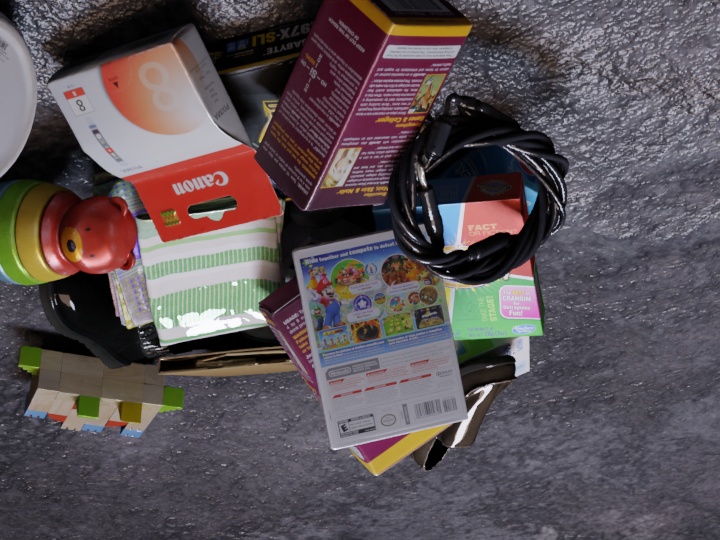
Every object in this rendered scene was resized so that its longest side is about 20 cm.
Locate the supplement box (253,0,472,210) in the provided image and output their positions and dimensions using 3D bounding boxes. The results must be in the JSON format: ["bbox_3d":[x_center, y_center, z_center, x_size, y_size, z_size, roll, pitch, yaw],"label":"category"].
[{"bbox_3d":[0.000,-0.159,1.366,0.110,0.086,0.201,-8,135,-46],"label":"supplement box"}]

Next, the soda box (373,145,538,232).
[{"bbox_3d":[0.103,-0.061,1.608,0.068,0.065,0.200,24,135,-33],"label":"soda box"}]

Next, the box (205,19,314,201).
[{"bbox_3d":[-0.078,-0.148,1.486,0.158,0.050,0.200,-10,144,12],"label":"box"}]

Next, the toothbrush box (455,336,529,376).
[{"bbox_3d":[0.087,0.098,1.735,0.199,0.087,0.146,-24,159,-3],"label":"toothbrush box"}]

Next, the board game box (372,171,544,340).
[{"bbox_3d":[0.104,-0.010,1.577,0.152,0.041,0.201,-4,135,13],"label":"board game box"}]

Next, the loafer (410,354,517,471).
[{"bbox_3d":[0.116,0.160,1.694,0.073,0.072,0.200,-7,152,-37],"label":"loafer"}]

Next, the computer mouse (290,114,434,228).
[{"bbox_3d":[0.001,-0.093,1.500,0.058,0.034,0.200,23,137,-32],"label":"computer mouse"}]

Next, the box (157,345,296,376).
[{"bbox_3d":[-0.123,0.106,1.763,0.162,0.021,0.200,-6,174,16],"label":"box"}]

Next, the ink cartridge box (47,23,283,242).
[{"bbox_3d":[-0.183,-0.115,1.420,0.161,0.050,0.201,-11,112,34],"label":"ink cartridge box"}]

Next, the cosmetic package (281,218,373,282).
[{"bbox_3d":[0.000,0.000,1.694,0.199,0.051,0.082,21,138,-30],"label":"cosmetic package"}]

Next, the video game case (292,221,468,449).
[{"bbox_3d":[0.020,0.064,1.504,0.142,0.202,0.018,-12,-175,-8],"label":"video game case"}]

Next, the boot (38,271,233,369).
[{"bbox_3d":[-0.246,0.035,1.694,0.157,0.080,0.211,-11,152,18],"label":"boot"}]

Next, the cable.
[{"bbox_3d":[0.118,-0.063,1.426,0.199,0.164,0.051,27,176,-36],"label":"cable"}]

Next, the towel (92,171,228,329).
[{"bbox_3d":[-0.199,-0.032,1.600,0.142,0.023,0.201,-14,131,-12],"label":"towel"}]

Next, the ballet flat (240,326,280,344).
[{"bbox_3d":[-0.043,0.048,1.756,0.198,0.070,0.070,6,143,-20],"label":"ballet flat"}]

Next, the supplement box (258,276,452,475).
[{"bbox_3d":[-0.007,0.095,1.577,0.103,0.131,0.201,-34,99,-6],"label":"supplement box"}]

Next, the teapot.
[{"bbox_3d":[-0.399,-0.164,1.354,0.145,0.197,0.202,20,123,32],"label":"teapot"}]

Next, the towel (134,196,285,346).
[{"bbox_3d":[-0.150,0.001,1.594,0.151,0.024,0.201,-10,141,-9],"label":"towel"}]

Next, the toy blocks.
[{"bbox_3d":[-0.328,0.154,1.855,0.198,0.101,0.137,10,153,-19],"label":"toy blocks"}]

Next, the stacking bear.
[{"bbox_3d":[-0.314,-0.037,1.517,0.198,0.123,0.114,2,-169,26],"label":"stacking bear"}]
